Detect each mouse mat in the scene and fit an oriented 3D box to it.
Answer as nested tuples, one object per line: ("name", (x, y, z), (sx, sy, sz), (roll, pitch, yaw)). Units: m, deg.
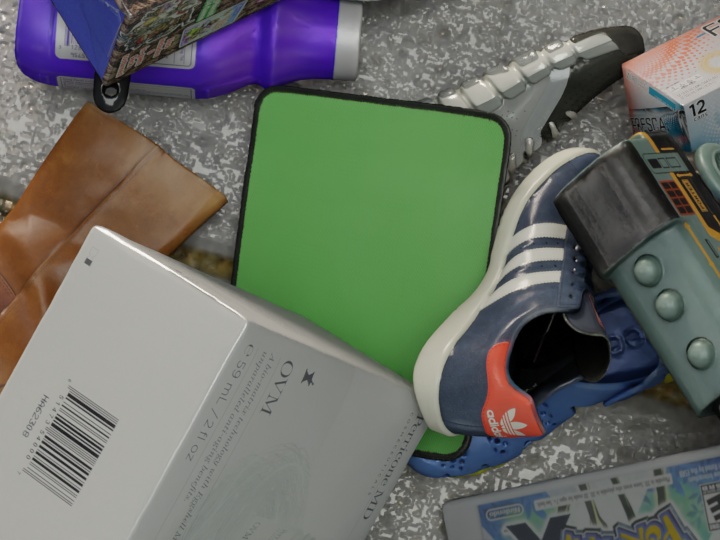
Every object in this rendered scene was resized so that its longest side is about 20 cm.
("mouse mat", (0.000, 0.000, 1.363), (0.161, 0.008, 0.200), (9, 93, 21))

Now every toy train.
("toy train", (0.186, 0.011, 1.277), (0.085, 0.114, 0.200), (-40, 71, 33))

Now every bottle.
("bottle", (-0.099, -0.143, 1.395), (0.200, 0.065, 0.084), (4, 76, -2))

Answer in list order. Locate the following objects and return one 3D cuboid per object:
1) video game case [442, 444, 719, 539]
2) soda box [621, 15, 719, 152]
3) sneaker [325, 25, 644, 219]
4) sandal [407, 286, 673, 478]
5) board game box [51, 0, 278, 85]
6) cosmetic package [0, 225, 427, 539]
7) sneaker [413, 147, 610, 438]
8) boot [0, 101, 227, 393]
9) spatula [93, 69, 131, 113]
("video game case", (0.143, 0.201, 1.319), (0.200, 0.022, 0.183), (-16, 81, 37))
("soda box", (0.253, -0.123, 1.381), (0.200, 0.068, 0.064), (-27, 126, -15))
("sneaker", (0.088, -0.060, 1.395), (0.200, 0.075, 0.116), (-23, 89, 5))
("sandal", (0.109, 0.057, 1.368), (0.200, 0.087, 0.080), (-28, 86, -4))
("board game box", (-0.092, -0.226, 1.320), (0.200, 0.097, 0.160), (-28, 81, -21))
("cosmetic package", (-0.092, 0.111, 1.266), (0.123, 0.200, 0.200), (30, 93, 33))
("sneaker", (0.110, 0.016, 1.313), (0.084, 0.075, 0.200), (10, 55, 34))
("boot", (-0.149, 0.029, 1.385), (0.188, 0.068, 0.200), (39, 75, 11))
("spatula", (-0.133, -0.183, 1.361), (0.056, 0.021, 0.200), (7, 68, -3))
